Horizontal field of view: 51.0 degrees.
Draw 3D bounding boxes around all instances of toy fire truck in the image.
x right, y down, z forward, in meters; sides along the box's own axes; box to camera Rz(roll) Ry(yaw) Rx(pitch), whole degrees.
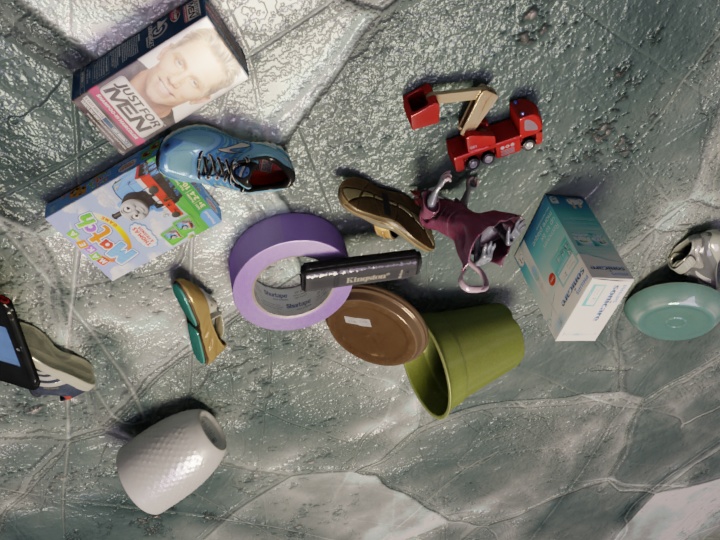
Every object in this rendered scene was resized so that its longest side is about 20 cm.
[{"bbox_3d":[0.168,-0.220,1.098,0.196,0.049,0.142,-18,137,1],"label":"toy fire truck"}]

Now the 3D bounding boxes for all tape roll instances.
[{"bbox_3d":[-0.112,0.006,1.220,0.195,0.066,0.203,-9,136,-9],"label":"tape roll"}]

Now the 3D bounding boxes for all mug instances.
[{"bbox_3d":[-0.341,0.353,1.453,0.174,0.149,0.200,-34,165,7],"label":"mug"}]

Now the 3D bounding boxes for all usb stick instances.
[{"bbox_3d":[0.000,0.000,1.182,0.195,0.033,0.056,-7,137,-13],"label":"usb stick"}]

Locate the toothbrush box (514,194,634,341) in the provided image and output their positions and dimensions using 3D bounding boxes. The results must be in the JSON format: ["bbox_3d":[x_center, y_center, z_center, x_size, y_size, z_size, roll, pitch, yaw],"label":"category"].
[{"bbox_3d":[0.352,-0.005,1.266,0.083,0.203,0.148,1,135,-19],"label":"toothbrush box"}]

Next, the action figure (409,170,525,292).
[{"bbox_3d":[0.149,-0.070,1.149,0.132,0.198,0.152,3,108,-46],"label":"action figure"}]

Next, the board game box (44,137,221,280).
[{"bbox_3d":[-0.322,-0.082,1.083,0.197,0.037,0.152,-26,136,9],"label":"board game box"}]

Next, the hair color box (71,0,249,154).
[{"bbox_3d":[-0.247,-0.240,0.933,0.197,0.061,0.100,-28,136,10],"label":"hair color box"}]

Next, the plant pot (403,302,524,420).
[{"bbox_3d":[0.194,0.145,1.396,0.186,0.201,0.203,-17,139,-19],"label":"plant pot"}]

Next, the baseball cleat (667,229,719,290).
[{"bbox_3d":[0.654,0.001,1.482,0.104,0.071,0.203,-8,130,5],"label":"baseball cleat"}]

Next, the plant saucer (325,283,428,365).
[{"bbox_3d":[0.023,0.101,1.316,0.196,0.030,0.203,16,140,14],"label":"plant saucer"}]

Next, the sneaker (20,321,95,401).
[{"bbox_3d":[-0.527,0.159,1.228,0.083,0.076,0.201,-31,136,8],"label":"sneaker"}]

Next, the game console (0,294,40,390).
[{"bbox_3d":[-0.573,0.091,1.119,0.173,0.031,0.203,18,136,11],"label":"game console"}]

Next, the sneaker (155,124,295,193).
[{"bbox_3d":[-0.175,-0.146,1.015,0.196,0.090,0.080,0,111,-26],"label":"sneaker"}]

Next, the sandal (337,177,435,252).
[{"bbox_3d":[0.037,-0.083,1.179,0.197,0.082,0.054,22,141,-32],"label":"sandal"}]

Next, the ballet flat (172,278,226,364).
[{"bbox_3d":[-0.263,0.074,1.254,0.062,0.068,0.202,-33,145,-25],"label":"ballet flat"}]

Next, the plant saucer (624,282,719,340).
[{"bbox_3d":[0.634,0.092,1.519,0.195,0.037,0.202,7,148,4],"label":"plant saucer"}]
